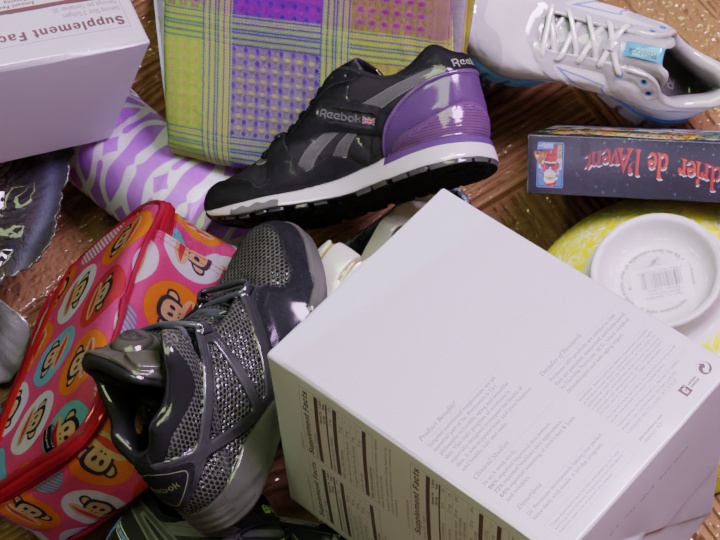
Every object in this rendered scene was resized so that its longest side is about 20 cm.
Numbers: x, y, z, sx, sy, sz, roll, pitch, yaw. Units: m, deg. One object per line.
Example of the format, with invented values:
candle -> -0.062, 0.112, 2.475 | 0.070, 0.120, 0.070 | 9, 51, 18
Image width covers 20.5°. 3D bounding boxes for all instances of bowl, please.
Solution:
bowl -> 0.184, 0.027, 1.211 | 0.199, 0.108, 0.201 | -5, 59, 9

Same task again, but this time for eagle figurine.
eagle figurine -> -0.277, -0.036, 1.331 | 0.151, 0.151, 0.200 | 13, 48, -1

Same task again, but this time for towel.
towel -> -0.028, -0.125, 1.260 | 0.199, 0.144, 0.023 | 7, 22, 14

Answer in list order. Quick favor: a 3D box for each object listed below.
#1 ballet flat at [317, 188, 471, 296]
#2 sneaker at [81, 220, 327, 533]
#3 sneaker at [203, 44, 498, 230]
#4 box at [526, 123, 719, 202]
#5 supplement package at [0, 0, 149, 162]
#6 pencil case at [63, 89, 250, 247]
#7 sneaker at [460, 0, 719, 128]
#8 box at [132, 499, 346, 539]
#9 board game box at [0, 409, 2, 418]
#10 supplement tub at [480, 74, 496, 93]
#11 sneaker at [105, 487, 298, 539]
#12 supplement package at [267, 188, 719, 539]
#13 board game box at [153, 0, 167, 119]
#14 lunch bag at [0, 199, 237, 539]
ballet flat -> 0.000, 0.000, 1.246 | 0.074, 0.074, 0.200 | 31, 45, 26
sneaker -> -0.087, 0.037, 1.140 | 0.076, 0.114, 0.200 | -10, 49, 41
sneaker -> -0.009, -0.082, 1.233 | 0.199, 0.076, 0.088 | -14, 78, 26
box -> 0.213, -0.067, 1.247 | 0.199, 0.137, 0.038 | 3, 97, 14
supplement package -> -0.236, -0.185, 1.288 | 0.117, 0.117, 0.200 | -15, 68, -29
pencil case -> -0.144, -0.071, 1.360 | 0.085, 0.084, 0.200 | -31, 57, -33
sneaker -> 0.153, -0.144, 1.268 | 0.199, 0.087, 0.075 | 13, 87, -24
box -> -0.084, 0.241, 1.178 | 0.160, 0.044, 0.201 | 6, 61, 16
board game box -> -0.308, 0.054, 1.248 | 0.150, 0.201, 0.047 | 8, 35, 16
supplement tub -> 0.061, -0.190, 1.347 | 0.200, 0.140, 0.140 | -39, 60, -12
sneaker -> -0.057, 0.170, 1.147 | 0.199, 0.071, 0.083 | 12, 69, 22
supplement package -> 0.076, 0.092, 1.101 | 0.200, 0.151, 0.152 | 33, 61, 26
board game box -> -0.074, -0.213, 1.356 | 0.200, 0.026, 0.200 | -51, 28, 24
lunch bag -> -0.163, 0.068, 1.244 | 0.176, 0.082, 0.200 | -33, 31, 44
